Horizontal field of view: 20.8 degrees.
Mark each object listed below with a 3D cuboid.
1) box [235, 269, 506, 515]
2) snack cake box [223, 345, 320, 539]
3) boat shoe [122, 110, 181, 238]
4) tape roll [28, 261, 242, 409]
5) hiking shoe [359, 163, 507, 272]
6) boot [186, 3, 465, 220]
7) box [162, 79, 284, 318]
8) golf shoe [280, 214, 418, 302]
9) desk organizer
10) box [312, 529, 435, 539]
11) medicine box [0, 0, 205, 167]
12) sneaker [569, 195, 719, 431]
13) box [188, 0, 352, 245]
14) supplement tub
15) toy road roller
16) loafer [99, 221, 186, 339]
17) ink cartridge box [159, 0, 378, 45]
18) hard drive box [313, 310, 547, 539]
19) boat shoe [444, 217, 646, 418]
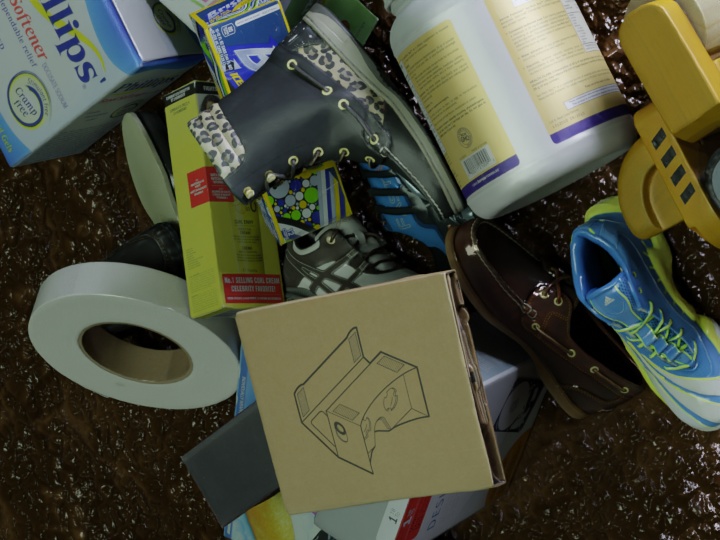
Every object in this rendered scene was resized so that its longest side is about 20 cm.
[{"bbox_3d":[0.005,0.095,1.475,0.199,0.021,0.165,-11,94,35],"label":"box"},{"bbox_3d":[-0.050,0.156,1.747,0.114,0.067,0.202,18,111,31],"label":"snack cake box"},{"bbox_3d":[-0.153,-0.058,1.770,0.202,0.063,0.074,61,156,8],"label":"boat shoe"},{"bbox_3d":[-0.199,0.061,1.764,0.202,0.203,0.037,-12,51,36],"label":"tape roll"},{"bbox_3d":[0.026,-0.076,1.631,0.200,0.074,0.087,42,121,19],"label":"hiking shoe"},{"bbox_3d":[-0.027,-0.090,1.555,0.153,0.073,0.204,-38,81,2],"label":"boot"},{"bbox_3d":[-0.119,-0.060,1.702,0.050,0.075,0.202,-18,75,47],"label":"box"},{"bbox_3d":[0.000,0.000,1.653,0.199,0.077,0.095,4,100,44],"label":"golf shoe"},{"bbox_3d":[-0.052,0.132,1.654,0.200,0.077,0.072,-37,81,34],"label":"desk organizer"},{"bbox_3d":[0.005,0.305,1.715,0.160,0.044,0.200,32,122,-12],"label":"box"},{"bbox_3d":[-0.267,-0.223,1.779,0.199,0.103,0.183,-32,83,36],"label":"medicine box"},{"bbox_3d":[0.215,0.042,1.513,0.076,0.105,0.201,-33,82,35],"label":"sneaker"},{"bbox_3d":[-0.074,-0.130,1.633,0.064,0.070,0.201,-132,21,-64],"label":"box"},{"bbox_3d":[0.110,-0.157,1.510,0.145,0.145,0.201,-29,85,36],"label":"supplement tub"},{"bbox_3d":[0.246,-0.109,1.447,0.146,0.123,0.201,-31,84,43],"label":"toy road roller"},{"bbox_3d":[-0.219,0.020,1.792,0.073,0.072,0.200,61,142,13],"label":"loafer"},{"bbox_3d":[-0.091,-0.235,1.681,0.200,0.059,0.104,43,121,17],"label":"ink cartridge box"},{"bbox_3d":[0.064,0.130,1.580,0.077,0.200,0.157,30,118,25],"label":"hard drive box"},{"bbox_3d":[0.150,0.031,1.549,0.070,0.071,0.200,-25,116,42],"label":"boat shoe"}]
